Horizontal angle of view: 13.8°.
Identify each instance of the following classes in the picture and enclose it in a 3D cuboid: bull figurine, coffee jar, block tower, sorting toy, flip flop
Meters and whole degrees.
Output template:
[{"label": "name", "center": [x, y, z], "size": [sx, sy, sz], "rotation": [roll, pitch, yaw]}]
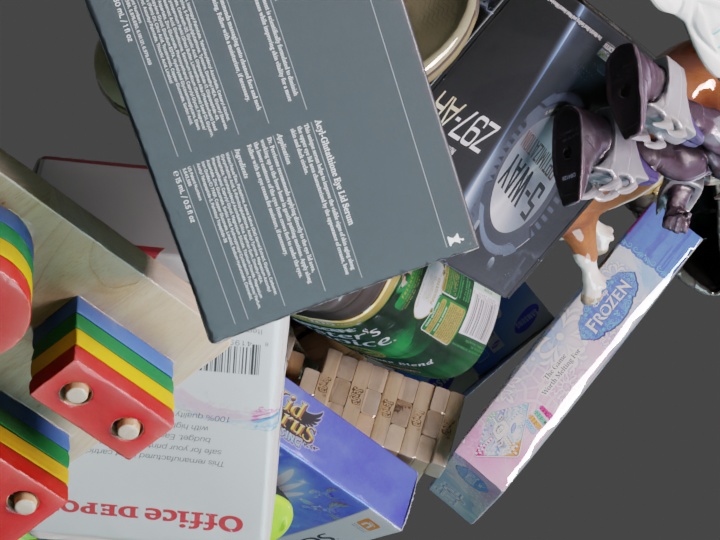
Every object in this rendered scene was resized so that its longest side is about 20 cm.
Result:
[{"label": "bull figurine", "center": [0.140, -0.057, 1.737], "size": [0.200, 0.065, 0.122], "rotation": [-30, 128, 8]}, {"label": "coffee jar", "center": [0.000, 0.000, 1.729], "size": [0.104, 0.086, 0.200], "rotation": [17, 173, 28]}, {"label": "block tower", "center": [-0.042, 0.076, 1.802], "size": [0.199, 0.054, 0.058], "rotation": [19, 150, -4]}, {"label": "sorting toy", "center": [-0.202, 0.050, 1.503], "size": [0.200, 0.070, 0.199], "rotation": [-36, 126, 26]}, {"label": "flip flop", "center": [-0.034, -0.123, 1.474], "size": [0.199, 0.081, 0.058], "rotation": [-9, 145, -12]}]

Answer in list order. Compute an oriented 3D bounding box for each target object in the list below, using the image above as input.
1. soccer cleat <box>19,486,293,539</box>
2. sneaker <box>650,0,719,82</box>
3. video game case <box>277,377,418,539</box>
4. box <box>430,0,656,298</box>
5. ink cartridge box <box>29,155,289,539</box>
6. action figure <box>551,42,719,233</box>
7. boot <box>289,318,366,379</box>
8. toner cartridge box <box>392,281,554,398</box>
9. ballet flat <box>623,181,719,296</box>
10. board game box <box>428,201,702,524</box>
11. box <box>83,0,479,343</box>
[{"label": "soccer cleat", "center": [-0.137, 0.123, 1.724], "size": [0.199, 0.081, 0.068], "rotation": [5, 130, -17]}, {"label": "sneaker", "center": [0.201, -0.158, 1.592], "size": [0.080, 0.071, 0.200], "rotation": [-29, 156, 13]}, {"label": "video game case", "center": [-0.097, 0.109, 1.782], "size": [0.200, 0.046, 0.181], "rotation": [37, 143, -28]}, {"label": "box", "center": [0.072, -0.081, 1.599], "size": [0.160, 0.044, 0.200], "rotation": [-49, 147, 8]}, {"label": "ink cartridge box", "center": [-0.113, 0.048, 1.609], "size": [0.145, 0.083, 0.201], "rotation": [6, 126, 0]}, {"label": "action figure", "center": [0.195, -0.063, 1.632], "size": [0.200, 0.070, 0.130], "rotation": [10, 148, -41]}, {"label": "boot", "center": [-0.058, 0.090, 1.933], "size": [0.154, 0.072, 0.200], "rotation": [-30, 156, 16]}, {"label": "toner cartridge box", "center": [0.038, 0.084, 1.989], "size": [0.095, 0.043, 0.200], "rotation": [-36, 174, -45]}, {"label": "ballet flat", "center": [0.208, -0.038, 1.883], "size": [0.066, 0.057, 0.200], "rotation": [-26, 157, 10]}, {"label": "board game box", "center": [0.125, 0.062, 1.870], "size": [0.199, 0.043, 0.200], "rotation": [-52, 176, -11]}, {"label": "box", "center": [-0.040, -0.085, 1.409], "size": [0.141, 0.079, 0.201], "rotation": [-18, 121, 0]}]
